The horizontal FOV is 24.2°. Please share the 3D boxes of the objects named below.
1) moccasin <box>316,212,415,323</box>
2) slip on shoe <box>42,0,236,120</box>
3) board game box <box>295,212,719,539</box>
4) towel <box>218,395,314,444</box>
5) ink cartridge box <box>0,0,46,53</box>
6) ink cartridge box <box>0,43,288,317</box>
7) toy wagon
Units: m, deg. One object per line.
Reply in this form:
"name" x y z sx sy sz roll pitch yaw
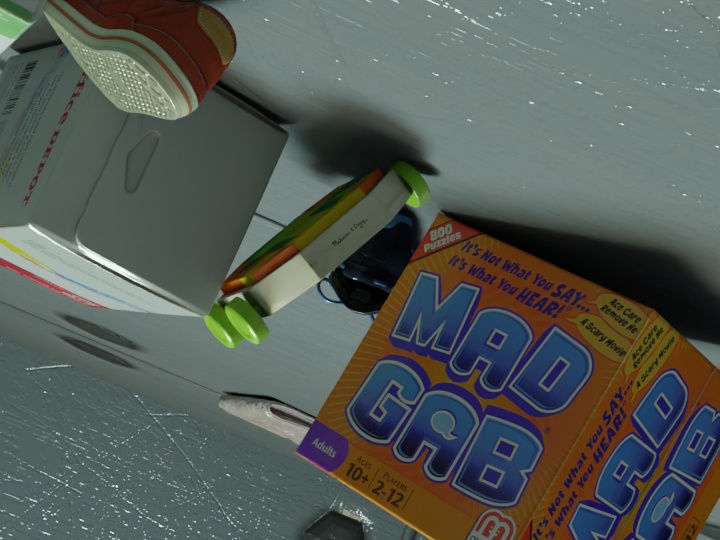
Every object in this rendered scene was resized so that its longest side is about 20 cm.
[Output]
"moccasin" 0.000 0.000 1.297 0.080 0.068 0.200 20 168 12
"slip on shoe" -0.128 -0.133 0.972 0.074 0.061 0.200 55 165 -27
"board game box" 0.122 0.115 1.184 0.200 0.200 0.200 27 174 42
"towel" -0.107 0.243 2.619 0.191 0.032 0.200 28 166 -23
"ink cartridge box" -0.245 -0.181 0.908 0.145 0.088 0.200 26 169 -20
"ink cartridge box" -0.175 -0.062 1.155 0.145 0.145 0.200 29 167 -28
"toy wagon" -0.040 -0.010 1.138 0.040 0.155 0.200 52 163 -8
